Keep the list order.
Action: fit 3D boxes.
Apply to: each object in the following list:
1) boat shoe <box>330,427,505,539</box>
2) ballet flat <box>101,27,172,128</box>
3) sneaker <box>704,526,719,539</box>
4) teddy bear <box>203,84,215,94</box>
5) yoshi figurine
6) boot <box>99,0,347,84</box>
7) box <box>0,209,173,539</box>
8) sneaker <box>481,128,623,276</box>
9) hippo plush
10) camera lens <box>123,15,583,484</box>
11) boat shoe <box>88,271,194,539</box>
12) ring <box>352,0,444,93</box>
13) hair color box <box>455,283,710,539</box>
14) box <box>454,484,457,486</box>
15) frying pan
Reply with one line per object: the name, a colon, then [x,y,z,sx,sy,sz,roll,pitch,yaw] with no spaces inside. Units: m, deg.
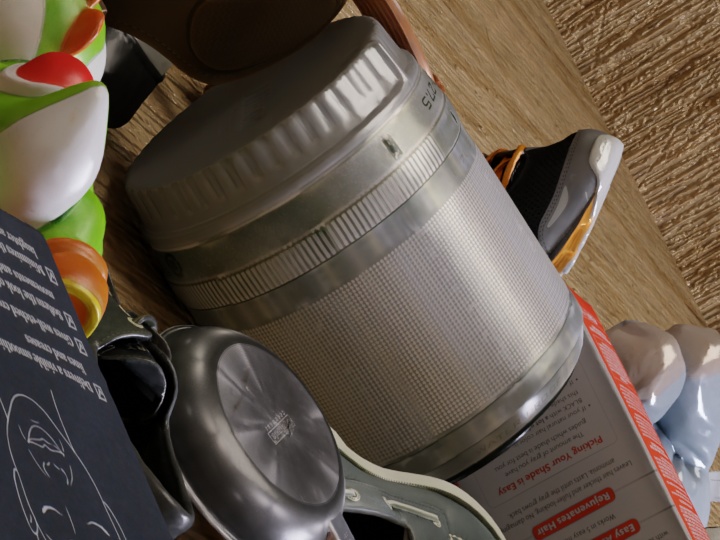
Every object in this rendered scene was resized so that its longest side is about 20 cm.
boat shoe: [0.000,0.122,1.206,0.200,0.073,0.062,36,30,-40]
ballet flat: [-0.115,-0.135,1.365,0.068,0.068,0.200,55,13,-22]
sneaker: [0.207,0.180,1.437,0.200,0.080,0.074,21,-18,3]
teddy bear: [-0.023,-0.036,1.515,0.145,0.067,0.200,51,15,-47]
yoshi figurine: [-0.145,-0.047,1.014,0.200,0.112,0.113,-91,-179,-45]
boot: [-0.112,-0.164,1.255,0.200,0.074,0.155,-5,52,-38]
box: [-0.125,0.077,0.718,0.200,0.107,0.148,64,12,23]
sneaker: [0.064,-0.029,1.400,0.077,0.200,0.078,37,56,-14]
hippo plush: [0.126,0.089,1.563,0.161,0.160,0.200,23,5,42]
camera lens: [0.000,0.000,1.296,0.200,0.160,0.160,56,12,-17]
boat shoe: [-0.097,0.047,1.029,0.069,0.057,0.200,51,15,-35]
ring: [-0.022,-0.134,1.378,0.200,0.019,0.201,45,-21,22]
hair color box: [0.112,0.118,1.394,0.200,0.101,0.061,66,12,21]
box: [0.063,0.189,1.379,0.159,0.046,0.200,53,13,-30]
frying pan: [-0.028,0.101,1.089,0.115,0.031,0.190,7,53,-59]
